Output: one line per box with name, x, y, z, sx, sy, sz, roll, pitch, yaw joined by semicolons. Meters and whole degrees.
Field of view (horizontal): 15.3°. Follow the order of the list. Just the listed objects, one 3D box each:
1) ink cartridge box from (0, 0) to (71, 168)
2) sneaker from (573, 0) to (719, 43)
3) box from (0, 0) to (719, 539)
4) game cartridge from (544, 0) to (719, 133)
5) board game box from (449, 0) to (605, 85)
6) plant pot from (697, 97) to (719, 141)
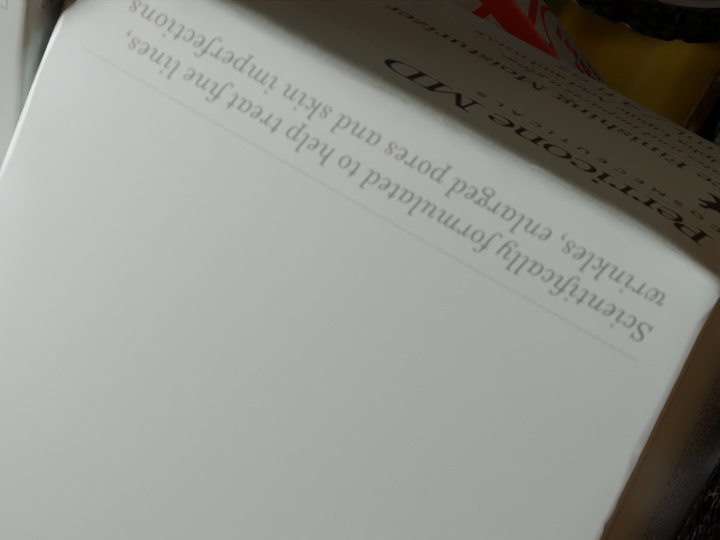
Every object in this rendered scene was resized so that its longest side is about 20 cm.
ink cartridge box;-0.086;-0.070;0.786;0.109;0.050;0.201;-49;-18;-36
sneaker;0.068;-0.130;0.892;0.074;0.199;0.080;101;175;-46
box;-0.004;0.030;0.761;0.201;0.198;0.131;-66;-16;20
game cartridge;0.050;-0.127;0.944;0.177;0.199;0.032;-57;-17;-22
board game box;0.000;0.000;0.873;0.200;0.152;0.046;-36;13;16
plant pot;0.062;-0.071;1.018;0.200;0.186;0.186;-53;2;-6
